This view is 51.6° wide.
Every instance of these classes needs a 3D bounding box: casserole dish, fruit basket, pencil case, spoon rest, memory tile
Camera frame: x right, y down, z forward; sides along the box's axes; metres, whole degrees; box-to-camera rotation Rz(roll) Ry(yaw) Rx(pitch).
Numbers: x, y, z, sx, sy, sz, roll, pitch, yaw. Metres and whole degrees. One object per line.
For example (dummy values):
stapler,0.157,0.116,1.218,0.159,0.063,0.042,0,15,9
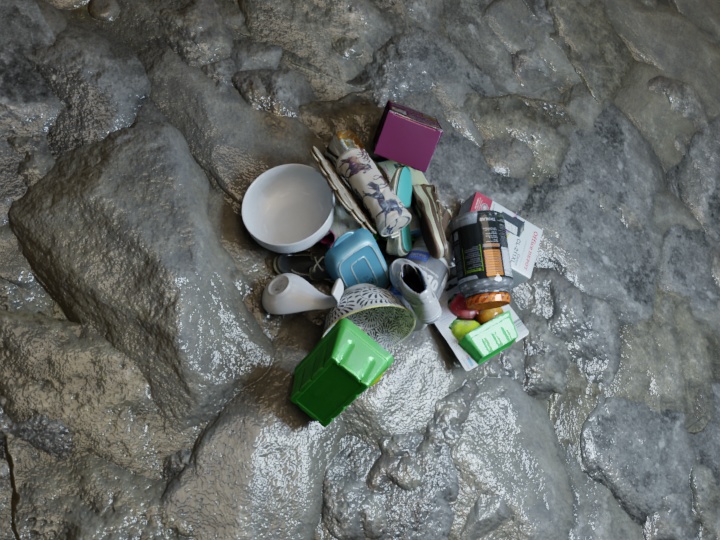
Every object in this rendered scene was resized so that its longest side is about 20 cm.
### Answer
casserole dish,0.000,0.000,1.565,0.120,0.201,0.039,-35,48,-7
fruit basket,-0.024,0.189,1.484,0.155,0.216,0.216,39,61,-6
pencil case,0.027,-0.165,1.589,0.077,0.090,0.201,-32,77,-10
fruit basket,0.255,0.107,1.694,0.184,0.094,0.201,-27,63,-21
spoon rest,-0.117,0.049,1.508,0.061,0.198,0.100,55,47,-41
memory tile,-0.038,-0.167,1.577,0.153,0.017,0.201,42,15,-49

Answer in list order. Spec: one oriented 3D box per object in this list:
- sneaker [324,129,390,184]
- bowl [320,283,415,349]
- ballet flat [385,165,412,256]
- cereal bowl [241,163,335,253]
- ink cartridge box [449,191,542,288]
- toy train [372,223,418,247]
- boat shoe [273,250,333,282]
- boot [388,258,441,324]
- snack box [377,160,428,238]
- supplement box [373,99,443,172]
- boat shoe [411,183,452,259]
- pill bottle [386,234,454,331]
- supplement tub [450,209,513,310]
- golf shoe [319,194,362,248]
sneaker,-0.005,-0.219,1.700,0.075,0.087,0.201,-30,86,-46
bowl,0.007,0.090,1.538,0.198,0.201,0.095,0,54,-23
ballet flat,0.076,-0.132,1.644,0.067,0.062,0.203,9,79,-55
cereal bowl,-0.147,-0.122,1.580,0.197,0.084,0.203,-3,65,7
ink cartridge box,0.323,-0.072,1.785,0.198,0.083,0.147,28,62,-11
toy train,0.040,-0.083,1.693,0.197,0.042,0.057,-1,61,-24
boat shoe,-0.086,-0.013,1.596,0.197,0.068,0.073,7,69,-19
boot,0.104,0.014,1.513,0.073,0.096,0.201,-27,41,-6
snack box,0.112,-0.173,1.734,0.115,0.037,0.202,-14,64,-27
supplement box,0.105,-0.310,1.700,0.129,0.200,0.104,20,108,-5
boat shoe,0.167,-0.116,1.632,0.074,0.075,0.204,-10,56,-9
pill bottle,0.131,0.022,1.646,0.113,0.114,0.201,33,59,-8
supplement tub,0.267,-0.021,1.632,0.121,0.122,0.203,1,76,-23
golf shoe,-0.062,-0.112,1.620,0.091,0.076,0.201,-24,54,-11
